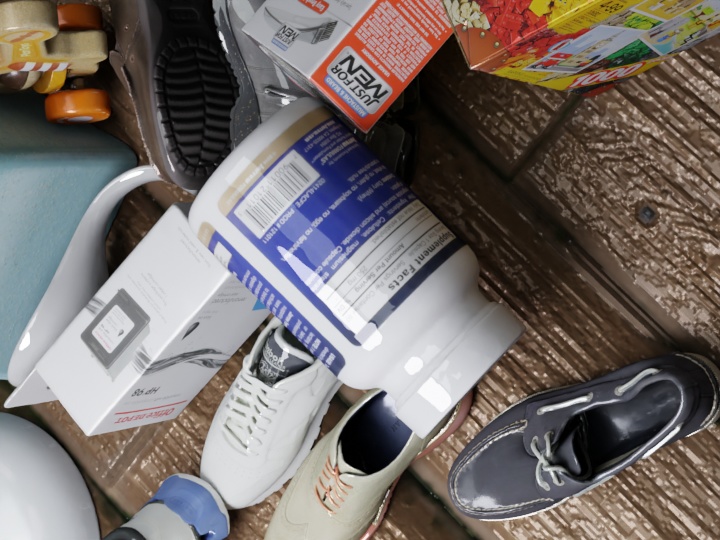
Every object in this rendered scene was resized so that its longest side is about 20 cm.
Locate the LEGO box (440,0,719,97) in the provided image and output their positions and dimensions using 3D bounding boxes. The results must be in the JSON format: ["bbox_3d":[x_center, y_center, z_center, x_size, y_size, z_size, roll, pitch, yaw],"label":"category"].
[{"bbox_3d":[0.150,-0.173,1.053,0.149,0.200,0.077,-26,79,25],"label":"LEGO box"}]

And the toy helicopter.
[{"bbox_3d":[-0.235,-0.150,1.218,0.132,0.200,0.079,-5,85,-9],"label":"toy helicopter"}]

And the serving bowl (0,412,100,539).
[{"bbox_3d":[-0.294,0.208,1.357,0.199,0.066,0.201,0,90,27],"label":"serving bowl"}]

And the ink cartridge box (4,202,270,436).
[{"bbox_3d":[-0.140,0.046,1.249,0.067,0.116,0.200,48,111,16],"label":"ink cartridge box"}]

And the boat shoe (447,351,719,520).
[{"bbox_3d":[0.132,0.105,1.143,0.199,0.063,0.073,-27,79,25],"label":"boat shoe"}]

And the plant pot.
[{"bbox_3d":[-0.318,-0.044,1.290,0.196,0.200,0.196,31,103,22],"label":"plant pot"}]

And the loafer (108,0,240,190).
[{"bbox_3d":[-0.135,-0.144,1.272,0.071,0.073,0.201,-33,61,49],"label":"loafer"}]

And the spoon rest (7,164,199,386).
[{"bbox_3d":[-0.188,0.002,1.292,0.061,0.099,0.200,39,97,10],"label":"spoon rest"}]

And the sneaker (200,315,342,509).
[{"bbox_3d":[-0.060,0.081,1.229,0.076,0.080,0.200,39,110,19],"label":"sneaker"}]

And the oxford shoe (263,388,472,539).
[{"bbox_3d":[-0.011,0.133,1.208,0.071,0.074,0.200,43,108,19],"label":"oxford shoe"}]

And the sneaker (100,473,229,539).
[{"bbox_3d":[-0.172,0.238,1.255,0.080,0.115,0.200,33,119,22],"label":"sneaker"}]

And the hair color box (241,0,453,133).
[{"bbox_3d":[0.028,-0.193,1.133,0.200,0.064,0.111,-48,34,0],"label":"hair color box"}]

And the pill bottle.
[{"bbox_3d":[0.000,0.000,1.111,0.200,0.116,0.116,45,110,5],"label":"pill bottle"}]

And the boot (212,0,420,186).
[{"bbox_3d":[-0.024,-0.148,1.224,0.131,0.070,0.201,-8,92,19],"label":"boot"}]
